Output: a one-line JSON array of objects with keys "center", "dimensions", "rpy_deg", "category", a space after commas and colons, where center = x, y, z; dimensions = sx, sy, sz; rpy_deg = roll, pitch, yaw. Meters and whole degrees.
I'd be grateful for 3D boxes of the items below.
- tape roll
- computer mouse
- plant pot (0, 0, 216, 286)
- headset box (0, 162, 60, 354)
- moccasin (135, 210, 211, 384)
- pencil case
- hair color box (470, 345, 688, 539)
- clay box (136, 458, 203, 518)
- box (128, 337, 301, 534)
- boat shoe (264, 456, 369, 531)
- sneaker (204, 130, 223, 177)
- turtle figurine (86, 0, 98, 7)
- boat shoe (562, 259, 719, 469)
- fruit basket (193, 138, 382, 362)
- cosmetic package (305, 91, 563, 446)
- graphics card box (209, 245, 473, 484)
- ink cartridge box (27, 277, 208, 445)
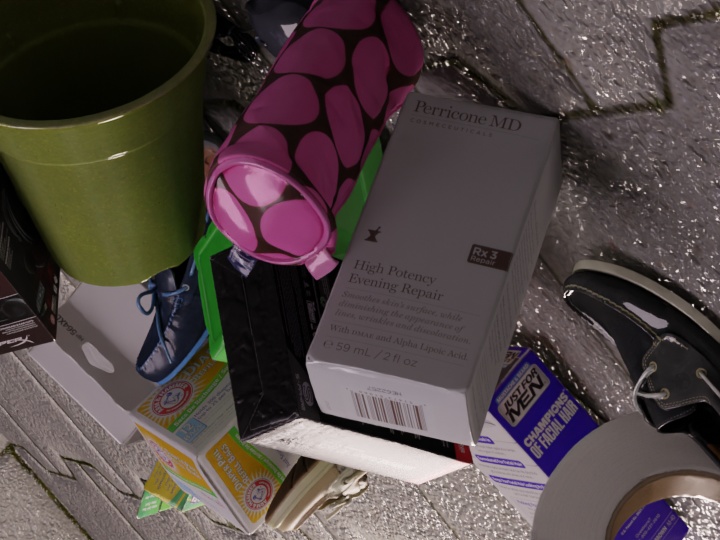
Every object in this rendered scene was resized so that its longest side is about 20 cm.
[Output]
[{"center": [0.206, 0.181, 1.275], "dimensions": [0.203, 0.203, 0.037], "rpy_deg": [37, 160, 23], "category": "tape roll"}, {"center": [-0.078, -0.166, 1.421], "dimensions": [0.059, 0.034, 0.200], "rpy_deg": [51, 161, -17], "category": "computer mouse"}, {"center": [-0.190, -0.095, 1.489], "dimensions": [0.200, 0.200, 0.190], "rpy_deg": [31, 145, 36], "category": "plant pot"}, {"center": [-0.298, -0.052, 1.505], "dimensions": [0.200, 0.077, 0.149], "rpy_deg": [62, -161, -48], "category": "headset box"}, {"center": [-0.142, -0.001, 1.666], "dimensions": [0.068, 0.200, 0.081], "rpy_deg": [24, -164, -21], "category": "moccasin"}, {"center": [-0.022, -0.088, 1.228], "dimensions": [0.094, 0.200, 0.091], "rpy_deg": [37, 137, -11], "category": "pencil case"}, {"center": [0.143, 0.144, 1.523], "dimensions": [0.200, 0.065, 0.109], "rpy_deg": [46, 161, -19], "category": "hair color box"}, {"center": [-0.126, 0.138, 1.827], "dimensions": [0.048, 0.200, 0.115], "rpy_deg": [27, -170, 17], "category": "clay box"}, {"center": [-0.076, 0.105, 1.701], "dimensions": [0.112, 0.200, 0.101], "rpy_deg": [23, 151, 49], "category": "box"}, {"center": [0.005, 0.145, 1.629], "dimensions": [0.063, 0.200, 0.073], "rpy_deg": [44, -173, -9], "category": "boat shoe"}, {"center": [-0.139, -0.048, 1.723], "dimensions": [0.080, 0.071, 0.200], "rpy_deg": [-97, 8, -48], "category": "sneaker"}, {"center": [-0.259, -0.218, 1.608], "dimensions": [0.200, 0.101, 0.150], "rpy_deg": [24, 151, 35], "category": "turtle figurine"}, {"center": [0.200, 0.067, 1.267], "dimensions": [0.200, 0.068, 0.072], "rpy_deg": [41, 162, 19], "category": "boat shoe"}, {"center": [0.000, 0.000, 1.474], "dimensions": [0.216, 0.215, 0.156], "rpy_deg": [104, 156, -67], "category": "fruit basket"}, {"center": [0.048, -0.004, 1.204], "dimensions": [0.101, 0.200, 0.074], "rpy_deg": [11, 151, 14], "category": "cosmetic package"}, {"center": [-0.009, 0.059, 1.287], "dimensions": [0.200, 0.051, 0.126], "rpy_deg": [21, -128, -54], "category": "graphics card box"}, {"center": [-0.194, 0.065, 1.849], "dimensions": [0.128, 0.125, 0.200], "rpy_deg": [41, -167, 12], "category": "ink cartridge box"}]
